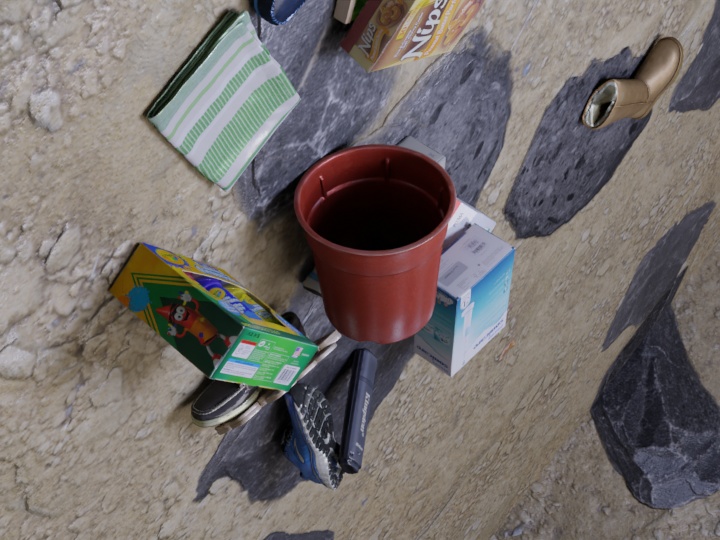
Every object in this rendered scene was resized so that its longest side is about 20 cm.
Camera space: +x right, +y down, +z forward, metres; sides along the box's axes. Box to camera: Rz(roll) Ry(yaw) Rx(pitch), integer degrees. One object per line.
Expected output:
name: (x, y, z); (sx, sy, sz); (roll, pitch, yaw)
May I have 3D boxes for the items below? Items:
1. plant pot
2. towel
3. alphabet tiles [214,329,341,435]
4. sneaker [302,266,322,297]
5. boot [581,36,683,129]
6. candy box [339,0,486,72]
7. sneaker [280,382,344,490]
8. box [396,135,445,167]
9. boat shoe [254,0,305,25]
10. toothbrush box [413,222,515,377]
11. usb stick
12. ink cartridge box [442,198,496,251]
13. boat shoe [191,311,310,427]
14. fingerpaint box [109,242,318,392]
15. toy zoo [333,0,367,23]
plant pot: (0.022, -0.023, 1.724); (0.201, 0.201, 0.195); (-41, 146, -30)
towel: (-0.141, -0.179, 1.460); (0.153, 0.023, 0.200); (-52, 157, -6)
alphabet tiles: (-0.112, 0.152, 1.842); (0.200, 0.015, 0.196); (-41, -175, -30)
sneaker: (0.000, 0.000, 1.904); (0.200, 0.075, 0.087); (5, 112, -64)
boot: (0.489, -0.333, 2.406); (0.200, 0.066, 0.175); (-15, 134, -55)
candy box: (0.072, -0.307, 1.602); (0.200, 0.055, 0.116); (-26, 157, -54)
sneaker: (-0.088, 0.254, 2.050); (0.079, 0.089, 0.200); (-60, 145, -47)
box: (0.066, -0.088, 1.913); (0.082, 0.068, 0.200); (-41, 152, -31)
boat shoe: (-0.038, -0.339, 1.389); (0.200, 0.069, 0.084); (-59, 156, 9)
toothbrush box: (0.163, 0.049, 2.144); (0.146, 0.085, 0.200); (-41, 149, -29)
usb stick: (-0.004, 0.216, 2.102); (0.055, 0.033, 0.200); (61, 33, -55)
ink cartridge box: (0.130, -0.035, 2.132); (0.161, 0.050, 0.200); (-58, 159, 5)
boat shoe: (-0.152, 0.126, 1.789); (0.201, 0.072, 0.066); (-38, 128, -26)
fingerpaint box: (-0.163, 0.055, 1.542); (0.073, 0.167, 0.200); (-55, 156, 5)
toy zoo: (0.051, -0.372, 1.575); (0.200, 0.020, 0.131); (-30, 146, -45)
